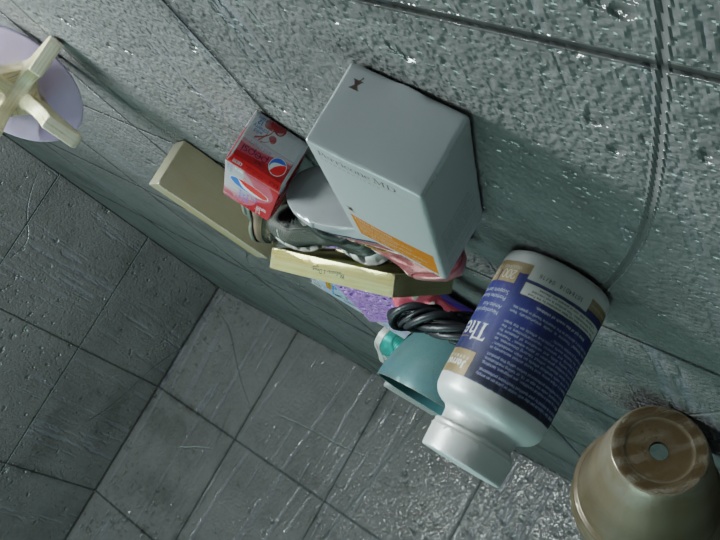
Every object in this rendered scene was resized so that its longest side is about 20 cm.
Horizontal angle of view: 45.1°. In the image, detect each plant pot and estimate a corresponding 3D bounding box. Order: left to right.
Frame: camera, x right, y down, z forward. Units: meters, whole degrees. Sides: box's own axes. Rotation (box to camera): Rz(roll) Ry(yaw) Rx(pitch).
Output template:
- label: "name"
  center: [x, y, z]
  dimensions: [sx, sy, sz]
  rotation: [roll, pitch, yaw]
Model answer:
- label: "plant pot"
  center: [0.143, 0.146, 1.291]
  dimensions: [0.199, 0.136, 0.200]
  rotation: [30, 171, 5]
- label: "plant pot"
  center: [0.371, 0.264, 1.100]
  dimensions: [0.199, 0.200, 0.174]
  rotation: [26, 154, 26]

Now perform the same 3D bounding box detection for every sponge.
- label: "sponge"
  center: [-0.002, 0.011, 1.264]
  dimensions: [0.111, 0.030, 0.200]
  rotation: [4, 145, 50]

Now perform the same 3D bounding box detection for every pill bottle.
- label: "pill bottle"
  center: [0.140, 0.092, 0.808]
  dimensions: [0.110, 0.201, 0.111]
  rotation: [29, 170, 5]

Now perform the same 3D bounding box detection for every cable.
- label: "cable"
  center: [0.128, 0.065, 0.986]
  dimensions: [0.199, 0.051, 0.162]
  rotation: [13, 178, 44]

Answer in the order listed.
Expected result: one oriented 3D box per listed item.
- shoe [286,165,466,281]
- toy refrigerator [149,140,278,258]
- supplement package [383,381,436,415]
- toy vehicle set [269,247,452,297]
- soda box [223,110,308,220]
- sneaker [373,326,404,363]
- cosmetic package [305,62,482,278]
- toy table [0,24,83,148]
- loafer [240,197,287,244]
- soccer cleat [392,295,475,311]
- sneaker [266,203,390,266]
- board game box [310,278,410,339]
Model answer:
- label: "shoe"
  center: [0.015, -0.045, 0.892]
  dimensions: [0.199, 0.072, 0.091]
  rotation: [19, 160, 36]
- label: "toy refrigerator"
  center: [-0.208, -0.104, 1.295]
  dimensions: [0.199, 0.076, 0.070]
  rotation: [35, 170, -24]
- label: "supplement package"
  center: [0.129, 0.192, 1.627]
  dimensions: [0.119, 0.122, 0.200]
  rotation: [31, 170, 1]
- label: "toy vehicle set"
  center: [0.000, 0.000, 1.071]
  dimensions: [0.199, 0.027, 0.124]
  rotation: [13, -172, 39]
- label: "soda box"
  center: [-0.110, -0.112, 0.975]
  dimensions: [0.070, 0.064, 0.200]
  rotation: [31, 170, -5]
- label: "sneaker"
  center: [0.102, 0.184, 1.816]
  dimensions: [0.120, 0.084, 0.200]
  rotation: [38, 173, 22]
- label: "cosmetic package"
  center: [0.035, -0.071, 0.695]
  dimensions: [0.101, 0.072, 0.200]
  rotation: [28, 170, 18]
- label: "toy table"
  center: [-0.457, -0.236, 1.141]
  dimensions: [0.199, 0.185, 0.117]
  rotation: [22, -168, -28]
- label: "loafer"
  center: [-0.117, -0.075, 1.190]
  dimensions: [0.062, 0.072, 0.200]
  rotation: [22, 167, 9]
- label: "soccer cleat"
  center: [0.128, 0.065, 1.190]
  dimensions: [0.199, 0.067, 0.077]
  rotation: [29, -157, -19]
- label: "sneaker"
  center: [-0.048, -0.063, 1.030]
  dimensions: [0.199, 0.067, 0.091]
  rotation: [15, 158, 40]
- label: "board game box"
  center: [0.009, 0.039, 1.452]
  dimensions: [0.198, 0.041, 0.200]
  rotation: [31, 170, 2]
